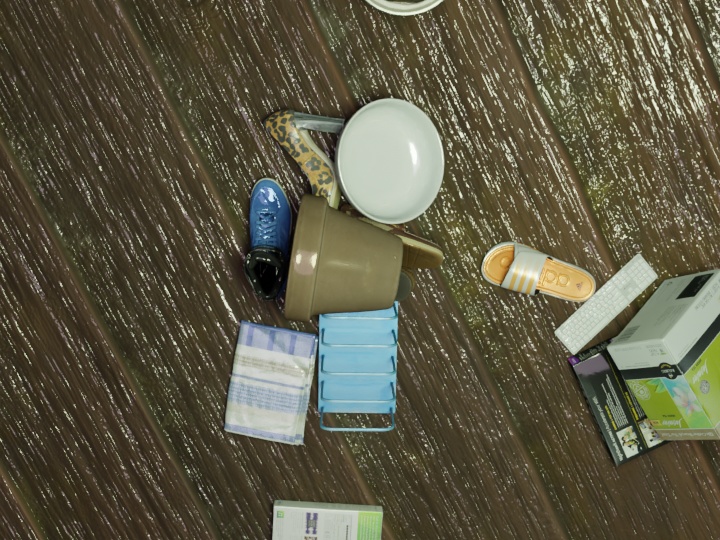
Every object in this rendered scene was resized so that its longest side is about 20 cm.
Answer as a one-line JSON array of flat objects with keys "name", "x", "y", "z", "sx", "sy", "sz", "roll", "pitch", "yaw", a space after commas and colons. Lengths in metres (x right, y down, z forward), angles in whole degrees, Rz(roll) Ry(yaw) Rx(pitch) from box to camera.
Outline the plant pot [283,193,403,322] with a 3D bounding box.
[{"name": "plant pot", "x": -0.025, "y": -0.009, "z": 1.551, "sx": 0.171, "sy": 0.200, "sz": 0.205, "roll": 9, "pitch": 98, "yaw": -3}]

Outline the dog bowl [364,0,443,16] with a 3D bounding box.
[{"name": "dog bowl", "x": 0.069, "y": -0.513, "z": 1.584, "sx": 0.195, "sy": 0.074, "sz": 0.205, "roll": 0, "pitch": 98, "yaw": -2}]

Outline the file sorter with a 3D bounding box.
[{"name": "file sorter", "x": -0.003, "y": 0.157, "z": 1.648, "sx": 0.135, "sy": 0.123, "sz": 0.205, "roll": 1, "pitch": 100, "yaw": -2}]

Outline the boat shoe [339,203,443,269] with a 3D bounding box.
[{"name": "boat shoe", "x": 0.051, "y": -0.064, "z": 1.644, "sx": 0.196, "sy": 0.073, "sz": 0.073, "roll": 16, "pitch": 60, "yaw": 11}]

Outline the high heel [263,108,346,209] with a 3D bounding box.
[{"name": "high heel", "x": -0.101, "y": -0.165, "z": 1.641, "sx": 0.139, "sy": 0.071, "sz": 0.205, "roll": 8, "pitch": 100, "yaw": 9}]

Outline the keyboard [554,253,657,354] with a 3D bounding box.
[{"name": "keyboard", "x": 0.427, "y": 0.059, "z": 1.701, "sx": 0.200, "sy": 0.011, "sz": 0.056, "roll": -44, "pitch": 96, "yaw": 5}]

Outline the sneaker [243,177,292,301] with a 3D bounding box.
[{"name": "sneaker", "x": -0.152, "y": -0.050, "z": 1.625, "sx": 0.075, "sy": 0.111, "sz": 0.205, "roll": 1, "pitch": 98, "yaw": -1}]

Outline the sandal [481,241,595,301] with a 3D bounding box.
[{"name": "sandal", "x": 0.309, "y": 0.006, "z": 1.667, "sx": 0.202, "sy": 0.059, "sz": 0.081, "roll": 13, "pitch": 97, "yaw": -3}]

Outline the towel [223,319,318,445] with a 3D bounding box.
[{"name": "towel", "x": -0.155, "y": 0.197, "z": 1.705, "sx": 0.144, "sy": 0.024, "sz": 0.205, "roll": 9, "pitch": 96, "yaw": 0}]

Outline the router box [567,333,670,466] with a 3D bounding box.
[{"name": "router box", "x": 0.469, "y": 0.216, "z": 1.703, "sx": 0.147, "sy": 0.051, "sz": 0.203, "roll": -25, "pitch": 98, "yaw": 4}]

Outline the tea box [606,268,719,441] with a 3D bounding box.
[{"name": "tea box", "x": 0.546, "y": 0.141, "z": 1.609, "sx": 0.199, "sy": 0.133, "sz": 0.199, "roll": -39, "pitch": 100, "yaw": -30}]

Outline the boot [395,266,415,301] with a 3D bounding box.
[{"name": "boot", "x": 0.000, "y": 0.000, "z": 1.663, "sx": 0.196, "sy": 0.075, "sz": 0.075, "roll": 18, "pitch": 108, "yaw": 12}]

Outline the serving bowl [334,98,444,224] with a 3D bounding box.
[{"name": "serving bowl", "x": 0.040, "y": -0.179, "z": 1.617, "sx": 0.196, "sy": 0.066, "sz": 0.205, "roll": -1, "pitch": 93, "yaw": -25}]

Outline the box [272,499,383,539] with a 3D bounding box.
[{"name": "box", "x": -0.061, "y": 0.488, "z": 1.742, "sx": 0.195, "sy": 0.036, "sz": 0.148, "roll": 4, "pitch": 98, "yaw": 0}]
